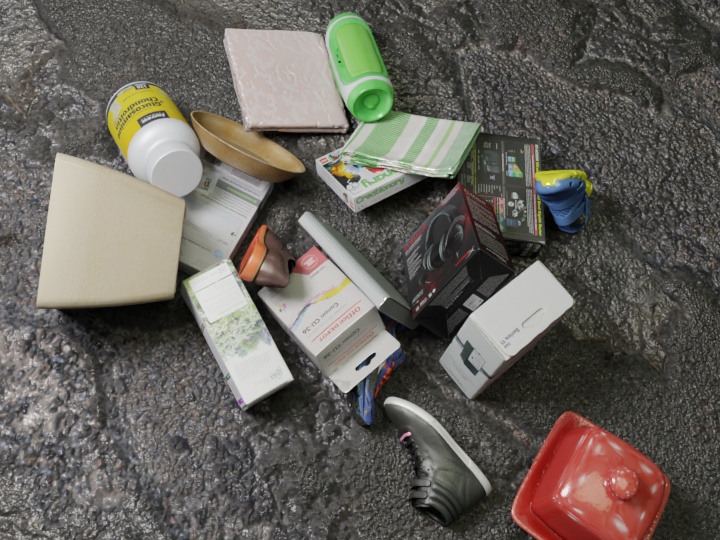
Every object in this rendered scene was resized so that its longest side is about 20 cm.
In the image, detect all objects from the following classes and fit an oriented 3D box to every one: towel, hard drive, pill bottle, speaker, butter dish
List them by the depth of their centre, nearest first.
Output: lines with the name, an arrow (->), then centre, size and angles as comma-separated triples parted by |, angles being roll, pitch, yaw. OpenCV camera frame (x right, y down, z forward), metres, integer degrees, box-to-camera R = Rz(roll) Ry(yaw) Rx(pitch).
butter dish -> 0.347, 0.311, 1.210 | 0.199, 0.148, 0.200 | 34, 65, 7
hard drive -> 0.000, 0.000, 1.277 | 0.026, 0.132, 0.200 | -47, 59, 6
pill bottle -> -0.312, -0.198, 1.314 | 0.111, 0.113, 0.200 | -23, 46, -17
towel -> 0.081, -0.211, 1.396 | 0.197, 0.024, 0.153 | 12, 46, 21
towel -> -0.126, -0.321, 1.456 | 0.188, 0.032, 0.203 | -5, 67, -26
speaker -> -0.004, -0.347, 1.457 | 0.087, 0.089, 0.202 | -8, 53, -12

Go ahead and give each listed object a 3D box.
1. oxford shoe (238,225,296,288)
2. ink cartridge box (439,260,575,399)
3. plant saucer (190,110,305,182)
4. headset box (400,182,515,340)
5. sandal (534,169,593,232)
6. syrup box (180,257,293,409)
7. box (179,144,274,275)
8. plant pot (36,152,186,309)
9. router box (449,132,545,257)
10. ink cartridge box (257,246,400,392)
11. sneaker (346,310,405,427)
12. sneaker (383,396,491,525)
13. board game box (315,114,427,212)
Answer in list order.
oxford shoe -> -0.135, -0.013, 1.273 | 0.072, 0.200, 0.072 | 27, 104, -10
ink cartridge box -> 0.210, 0.091, 1.256 | 0.146, 0.201, 0.083 | -36, 76, -21
plant saucer -> -0.182, -0.189, 1.352 | 0.198, 0.200, 0.036 | 31, 105, 5
headset box -> 0.138, -0.022, 1.278 | 0.077, 0.149, 0.201 | 29, 29, -24
sandal -> 0.334, -0.113, 1.390 | 0.078, 0.199, 0.089 | 2, 86, 30
syrup box -> -0.180, 0.093, 1.243 | 0.078, 0.081, 0.202 | -27, 86, -18
box -> -0.247, -0.095, 1.355 | 0.154, 0.041, 0.202 | 25, 65, 3
plant pot -> -0.342, -0.039, 1.211 | 0.174, 0.200, 0.204 | 7, 87, -13
router box -> 0.226, -0.129, 1.430 | 0.147, 0.062, 0.203 | 5, 66, -5
ink cartridge box -> -0.046, 0.070, 1.251 | 0.116, 0.068, 0.200 | -39, 53, -12
sneaker -> 0.028, 0.136, 1.280 | 0.077, 0.075, 0.203 | 13, 67, -6
sneaker -> 0.088, 0.276, 1.227 | 0.200, 0.071, 0.099 | 45, 63, 7
board game box -> 0.041, -0.179, 1.413 | 0.198, 0.035, 0.126 | -28, 48, -19
